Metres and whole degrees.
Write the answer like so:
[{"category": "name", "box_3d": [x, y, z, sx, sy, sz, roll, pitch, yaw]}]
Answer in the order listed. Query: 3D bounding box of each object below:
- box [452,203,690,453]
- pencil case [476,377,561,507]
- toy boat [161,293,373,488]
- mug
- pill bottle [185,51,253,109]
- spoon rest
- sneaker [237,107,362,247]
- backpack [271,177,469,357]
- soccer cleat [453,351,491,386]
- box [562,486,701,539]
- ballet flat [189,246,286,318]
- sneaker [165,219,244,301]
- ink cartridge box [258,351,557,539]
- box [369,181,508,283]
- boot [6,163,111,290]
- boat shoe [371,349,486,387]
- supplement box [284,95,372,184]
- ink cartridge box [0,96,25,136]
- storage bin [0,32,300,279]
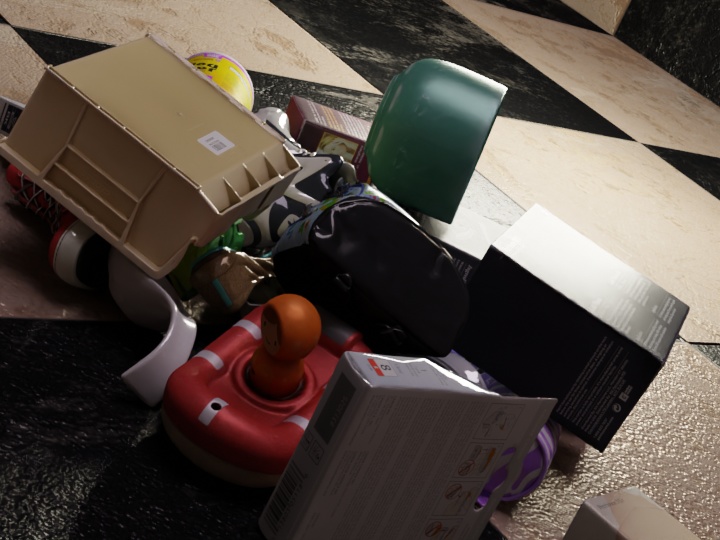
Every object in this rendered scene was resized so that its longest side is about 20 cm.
[{"category": "box", "box_3d": [0.189, 0.047, 1.451, 0.181, 0.105, 0.200, 35, 21, 9]}, {"category": "pencil case", "box_3d": [0.142, 0.138, 1.446, 0.084, 0.086, 0.200, 41, 20, 1]}, {"category": "toy boat", "box_3d": [-0.066, 0.075, 1.255, 0.130, 0.132, 0.200, 32, 42, 18]}, {"category": "mug", "box_3d": [0.067, -0.129, 1.645, 0.113, 0.186, 0.153, 23, 45, 3]}, {"category": "pill bottle", "box_3d": [-0.180, -0.175, 1.793, 0.103, 0.105, 0.200, 23, 20, -7]}, {"category": "spoon rest", "box_3d": [-0.173, 0.035, 1.345, 0.100, 0.060, 0.201, 49, 11, -30]}, {"category": "sneaker", "box_3d": [-0.058, -0.103, 1.691, 0.128, 0.080, 0.200, 0, 35, 6]}, {"category": "backpack", "box_3d": [0.000, 0.000, 1.402, 0.163, 0.200, 0.154, 40, 63, -12]}, {"category": "soccer cleat", "box_3d": [0.159, 0.095, 1.587, 0.198, 0.074, 0.068, 22, 21, -12]}, {"category": "box", "box_3d": [0.257, 0.269, 1.278, 0.199, 0.078, 0.094, 39, 25, 30]}, {"category": "ballet flat", "box_3d": [-0.095, 0.019, 1.479, 0.073, 0.067, 0.200, 59, 13, 10]}, {"category": "sneaker", "box_3d": [-0.146, -0.035, 1.530, 0.084, 0.074, 0.201, 46, 27, -24]}, {"category": "ink cartridge box", "box_3d": [0.038, 0.143, 1.205, 0.198, 0.163, 0.050, 6, 29, -43]}, {"category": "box", "box_3d": [0.078, -0.007, 1.693, 0.198, 0.105, 0.148, 26, 20, 0]}, {"category": "boot", "box_3d": [-0.276, -0.050, 1.439, 0.143, 0.073, 0.200, 27, 13, 4]}, {"category": "boat shoe", "box_3d": [0.036, 0.098, 1.433, 0.066, 0.071, 0.199, -28, 29, -23]}, {"category": "supplement box", "box_3d": [-0.004, -0.110, 1.835, 0.198, 0.111, 0.086, 18, 21, -20]}, {"category": "ink cartridge box", "box_3d": [-0.291, -0.128, 1.557, 0.099, 0.040, 0.199, 20, 1, -30]}, {"category": "storage bin", "box_3d": [-0.179, -0.104, 1.401, 0.198, 0.094, 0.200, 39, 25, 6]}]
